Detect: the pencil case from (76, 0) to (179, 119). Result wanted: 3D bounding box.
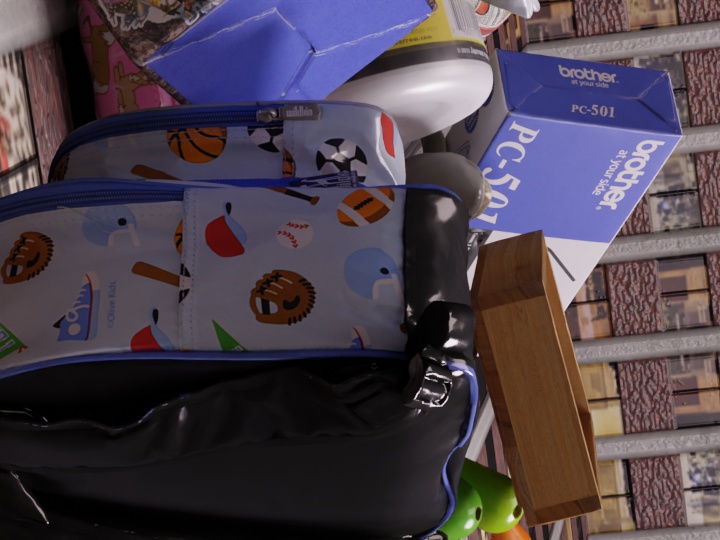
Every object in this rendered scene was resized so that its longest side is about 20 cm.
[{"bbox_3d":[-0.088,-0.097,1.189,0.087,0.083,0.200,-28,114,-54],"label":"pencil case"}]

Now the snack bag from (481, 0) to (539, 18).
[{"bbox_3d":[0.011,-0.231,1.297,0.189,0.021,0.200,30,-37,52],"label":"snack bag"}]

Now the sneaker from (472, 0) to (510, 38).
[{"bbox_3d":[0.046,-0.173,1.449,0.078,0.082,0.200,56,-4,12],"label":"sneaker"}]

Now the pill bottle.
[{"bbox_3d":[-0.016,-0.158,1.238,0.112,0.112,0.200,35,38,-77],"label":"pill bottle"}]

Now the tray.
[{"bbox_3d":[0.077,0.043,1.196,0.200,0.037,0.099,-65,140,-83],"label":"tray"}]

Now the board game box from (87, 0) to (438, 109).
[{"bbox_3d":[-0.079,-0.159,0.969,0.200,0.097,0.159,53,3,14],"label":"board game box"}]

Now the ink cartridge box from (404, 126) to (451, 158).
[{"bbox_3d":[-0.012,-0.072,1.385,0.085,0.146,0.200,43,-7,26],"label":"ink cartridge box"}]

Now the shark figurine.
[{"bbox_3d":[-0.008,0.006,1.321,0.128,0.089,0.215,-106,-149,-51],"label":"shark figurine"}]

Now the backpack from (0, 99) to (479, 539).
[{"bbox_3d":[-0.059,0.028,0.951,0.200,0.190,0.154,95,-12,-57],"label":"backpack"}]

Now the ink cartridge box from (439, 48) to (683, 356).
[{"bbox_3d":[0.078,-0.029,1.356,0.200,0.094,0.044,120,-30,-48],"label":"ink cartridge box"}]

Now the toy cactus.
[{"bbox_3d":[0.009,0.062,1.205,0.200,0.102,0.165,66,1,-51],"label":"toy cactus"}]
